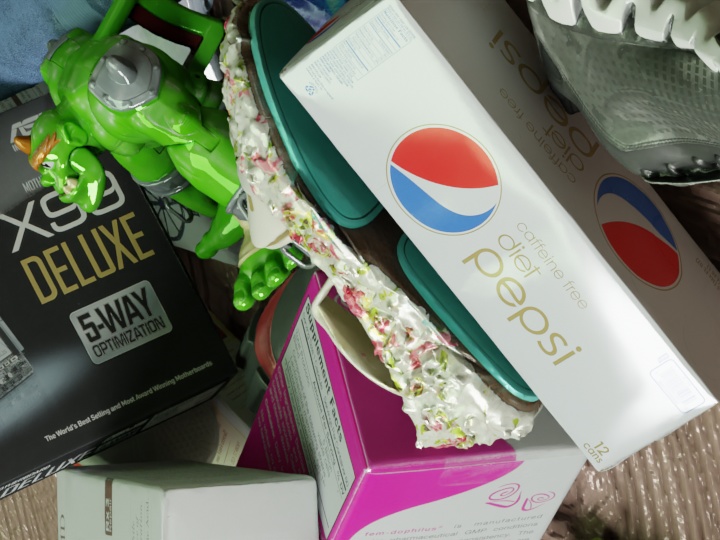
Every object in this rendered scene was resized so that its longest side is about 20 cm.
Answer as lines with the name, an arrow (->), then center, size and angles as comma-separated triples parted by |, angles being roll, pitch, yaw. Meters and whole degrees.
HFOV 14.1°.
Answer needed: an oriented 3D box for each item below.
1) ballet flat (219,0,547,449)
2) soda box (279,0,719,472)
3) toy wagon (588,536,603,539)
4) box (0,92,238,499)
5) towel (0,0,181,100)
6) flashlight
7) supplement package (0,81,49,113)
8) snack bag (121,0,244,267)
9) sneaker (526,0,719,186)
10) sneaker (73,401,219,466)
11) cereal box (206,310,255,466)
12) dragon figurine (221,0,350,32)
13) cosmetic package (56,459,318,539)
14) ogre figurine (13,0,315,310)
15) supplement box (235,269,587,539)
ballet flat -> -0.005, -0.010, 1.129 | 0.064, 0.076, 0.200 | -33, 94, 34
soda box -> 0.063, -0.026, 1.114 | 0.064, 0.068, 0.200 | -33, 101, 33
toy wagon -> 0.129, 0.215, 1.300 | 0.155, 0.040, 0.200 | 46, 146, 19
box -> -0.179, 0.023, 1.318 | 0.158, 0.199, 0.050 | 62, 156, 8
towel -> -0.132, -0.153, 1.309 | 0.200, 0.048, 0.112 | -23, 87, 49
flashlight -> 0.000, 0.000, 1.267 | 0.068, 0.068, 0.200 | 50, 148, 14
supplement package -> -0.239, -0.054, 1.477 | 0.156, 0.111, 0.200 | 52, 154, 19
snack bag -> -0.124, -0.089, 1.403 | 0.200, 0.021, 0.189 | 19, 131, 45
sneaker -> 0.132, -0.064, 1.041 | 0.200, 0.066, 0.091 | 30, 141, 42
sneaker -> -0.170, 0.061, 1.407 | 0.199, 0.077, 0.082 | 26, 162, -10
cereal box -> -0.032, 0.132, 1.448 | 0.200, 0.039, 0.144 | 45, 146, 20
dragon figurine -> -0.003, -0.113, 1.184 | 0.099, 0.059, 0.201 | 31, 138, 36
cosmetic package -> -0.078, 0.137, 1.278 | 0.200, 0.074, 0.102 | 172, 96, -70
ogre figurine -> -0.078, -0.056, 1.245 | 0.120, 0.098, 0.200 | 40, -166, -17
supplement box -> 0.014, 0.092, 1.265 | 0.200, 0.101, 0.104 | 115, 146, -53
